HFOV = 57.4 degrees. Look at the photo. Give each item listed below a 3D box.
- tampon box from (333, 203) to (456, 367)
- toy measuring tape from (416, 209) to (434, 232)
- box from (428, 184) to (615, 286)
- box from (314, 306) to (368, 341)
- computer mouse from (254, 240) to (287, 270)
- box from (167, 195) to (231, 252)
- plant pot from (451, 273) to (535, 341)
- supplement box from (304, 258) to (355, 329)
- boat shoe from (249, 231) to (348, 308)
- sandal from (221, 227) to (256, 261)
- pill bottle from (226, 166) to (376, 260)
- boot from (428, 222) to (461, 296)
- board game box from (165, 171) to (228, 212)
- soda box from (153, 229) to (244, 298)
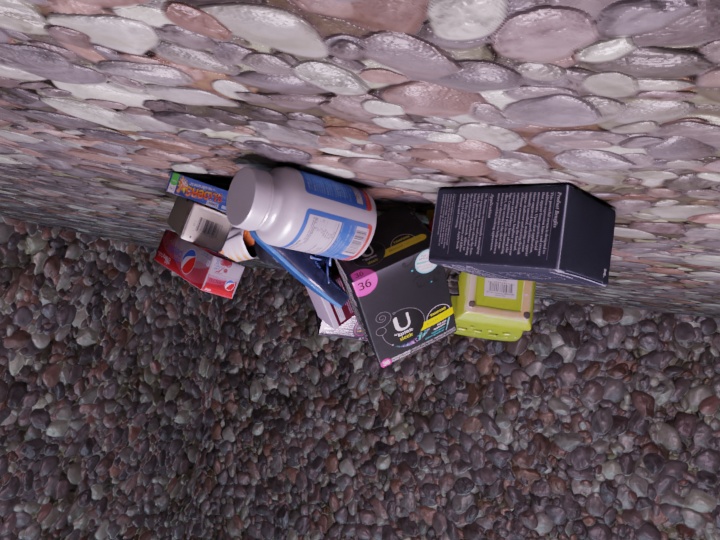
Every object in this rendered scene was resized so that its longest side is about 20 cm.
[{"bbox_3d":[0.055,0.025,1.077,0.149,0.201,0.127,-25,-139,-7],"label":"tampon box"},{"bbox_3d":[0.126,-0.064,1.094,0.073,0.074,0.199,10,175,-30],"label":"toy measuring tape"},{"bbox_3d":[0.218,-0.046,0.894,0.199,0.108,0.148,5,175,43],"label":"box"},{"bbox_3d":[-0.027,0.061,1.435,0.131,0.116,0.200,9,-162,-10],"label":"box"},{"bbox_3d":[-0.123,-0.029,1.161,0.137,0.053,0.200,20,-173,16],"label":"computer mouse"},{"bbox_3d":[-0.305,-0.093,1.241,0.082,0.069,0.200,21,-177,-27],"label":"box"},{"bbox_3d":[0.294,0.047,1.492,0.198,0.201,0.182,9,170,-2],"label":"plant pot"},{"bbox_3d":[0.000,0.000,1.175,0.061,0.199,0.109,34,153,45],"label":"supplement box"},{"bbox_3d":[-0.082,-0.020,1.032,0.200,0.069,0.084,45,168,-27],"label":"boat shoe"},{"bbox_3d":[-0.219,-0.062,1.306,0.205,0.060,0.079,-24,141,11],"label":"sandal"},{"bbox_3d":[-0.084,-0.084,0.935,0.199,0.113,0.112,12,174,-38],"label":"pill bottle"},{"bbox_3d":[0.187,-0.012,1.270,0.199,0.132,0.067,12,175,-43],"label":"boot"},{"bbox_3d":[-0.223,-0.115,1.149,0.134,0.035,0.200,20,-179,23],"label":"board game box"},{"bbox_3d":[-0.293,-0.014,1.179,0.070,0.064,0.199,21,-178,-43],"label":"soda box"}]
